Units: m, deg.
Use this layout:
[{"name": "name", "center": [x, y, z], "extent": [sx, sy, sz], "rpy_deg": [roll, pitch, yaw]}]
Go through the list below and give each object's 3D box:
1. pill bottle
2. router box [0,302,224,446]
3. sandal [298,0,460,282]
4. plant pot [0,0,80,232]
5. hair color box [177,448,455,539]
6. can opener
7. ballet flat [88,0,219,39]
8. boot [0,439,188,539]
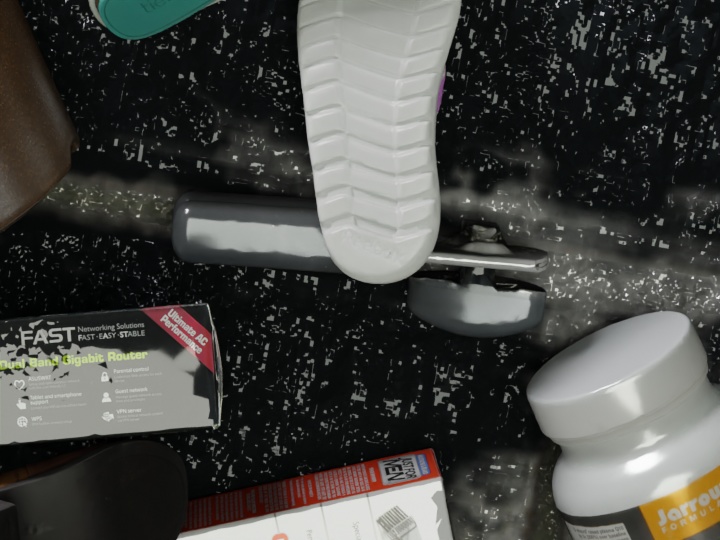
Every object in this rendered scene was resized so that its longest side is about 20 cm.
[{"name": "pill bottle", "center": [0.169, 0.131, 1.374], "extent": [0.116, 0.116, 0.201], "rpy_deg": [-26, 104, 2]}, {"name": "router box", "center": [-0.167, 0.055, 1.307], "extent": [0.198, 0.150, 0.063], "rpy_deg": [-4, 87, -4]}, {"name": "sandal", "center": [0.009, -0.094, 1.331], "extent": [0.082, 0.050, 0.204], "rpy_deg": [4, 83, 12]}, {"name": "plant pot", "center": [-0.244, -0.108, 1.254], "extent": [0.199, 0.200, 0.199], "rpy_deg": [-26, 111, 2]}, {"name": "hair color box", "center": [-0.045, 0.173, 1.393], "extent": [0.199, 0.064, 0.112], "rpy_deg": [-11, 103, 0]}, {"name": "can opener", "center": [0.000, 0.000, 1.362], "extent": [0.198, 0.053, 0.067], "rpy_deg": [4, 102, -4]}, {"name": "ballet flat", "center": [-0.046, -0.177, 1.300], "extent": [0.199, 0.069, 0.070], "rpy_deg": [-19, 104, 12]}, {"name": "boot", "center": [-0.209, 0.122, 1.312], "extent": [0.199, 0.188, 0.069], "rpy_deg": [3, 109, 39]}]
